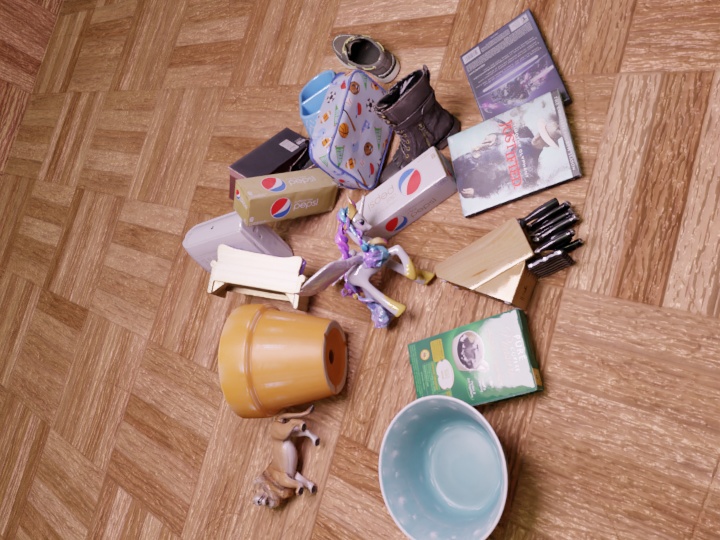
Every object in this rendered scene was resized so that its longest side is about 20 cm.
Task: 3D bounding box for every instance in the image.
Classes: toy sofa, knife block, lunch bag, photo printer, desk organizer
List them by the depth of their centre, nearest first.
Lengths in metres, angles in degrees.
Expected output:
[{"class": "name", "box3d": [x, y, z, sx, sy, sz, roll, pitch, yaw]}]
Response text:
[{"class": "knife block", "box3d": [0.231, -0.040, 0.871, 0.197, 0.063, 0.180, 19, 87, 39]}, {"class": "lunch bag", "box3d": [-0.009, -0.255, 1.061, 0.074, 0.159, 0.205, 10, 78, 44]}, {"class": "toy sofa", "box3d": [-0.192, 0.016, 1.111, 0.194, 0.083, 0.101, 8, 82, 10]}, {"class": "photo printer", "box3d": [-0.261, -0.041, 1.179, 0.196, 0.166, 0.071, -13, 50, 34]}, {"class": "desk organizer", "box3d": [-0.188, -0.213, 1.182, 0.071, 0.200, 0.078, 29, 137, 13]}]

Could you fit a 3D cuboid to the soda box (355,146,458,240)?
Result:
[{"class": "soda box", "box3d": [0.077, -0.129, 1.014, 0.198, 0.063, 0.069, -34, 59, 24]}]

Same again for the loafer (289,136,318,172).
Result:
[{"class": "loafer", "box3d": [-0.074, -0.253, 1.160, 0.073, 0.070, 0.202, 43, 103, 37]}]

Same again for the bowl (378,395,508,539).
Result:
[{"class": "bowl", "box3d": [0.134, 0.286, 0.813, 0.197, 0.104, 0.207, -9, 74, 34]}]

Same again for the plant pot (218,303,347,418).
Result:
[{"class": "plant pot", "box3d": [-0.125, 0.157, 1.012, 0.178, 0.200, 0.206, -6, 71, 18]}]

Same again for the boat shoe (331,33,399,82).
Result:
[{"class": "boat shoe", "box3d": [0.000, -0.454, 1.173, 0.201, 0.060, 0.073, 41, 101, 37]}]

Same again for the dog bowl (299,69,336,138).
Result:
[{"class": "dog bowl", "box3d": [-0.076, -0.344, 1.154, 0.110, 0.050, 0.203, -30, 37, 16]}]

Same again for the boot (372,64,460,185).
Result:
[{"class": "boot", "box3d": [0.072, -0.244, 0.982, 0.200, 0.173, 0.070, -44, 55, 17]}]

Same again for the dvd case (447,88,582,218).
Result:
[{"class": "dvd case", "box3d": [0.244, -0.186, 0.919, 0.196, 0.022, 0.150, -17, 75, 30]}]

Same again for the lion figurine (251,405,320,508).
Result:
[{"class": "lion figurine", "box3d": [-0.137, 0.332, 1.019, 0.120, 0.072, 0.206, 7, 88, 37]}]

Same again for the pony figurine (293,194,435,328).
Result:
[{"class": "pony figurine", "box3d": [0.000, 0.000, 0.971, 0.200, 0.167, 0.194, 44, 106, 1]}]

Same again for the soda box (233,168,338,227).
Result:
[{"class": "soda box", "box3d": [-0.143, -0.145, 1.098, 0.068, 0.196, 0.065, 48, 138, 34]}]

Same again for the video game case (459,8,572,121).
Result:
[{"class": "video game case", "box3d": [0.259, -0.330, 0.967, 0.141, 0.019, 0.205, -27, 62, 28]}]

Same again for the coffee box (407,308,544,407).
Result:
[{"class": "coffee box", "box3d": [0.172, 0.148, 0.870, 0.197, 0.044, 0.126, -24, 63, 30]}]
